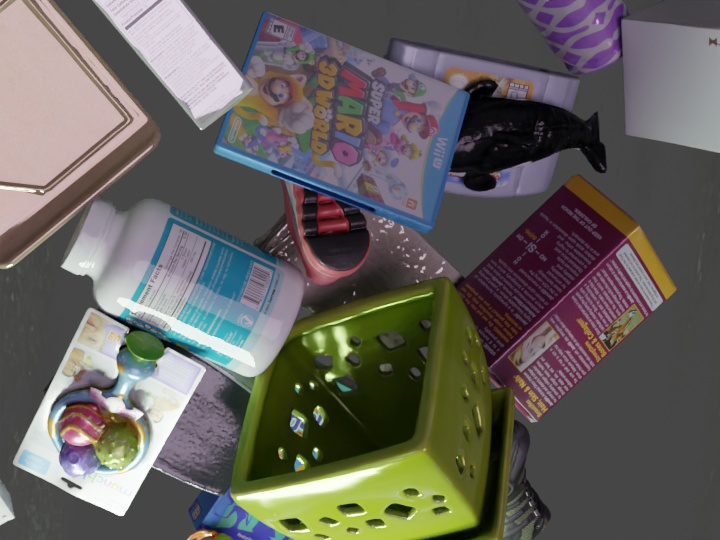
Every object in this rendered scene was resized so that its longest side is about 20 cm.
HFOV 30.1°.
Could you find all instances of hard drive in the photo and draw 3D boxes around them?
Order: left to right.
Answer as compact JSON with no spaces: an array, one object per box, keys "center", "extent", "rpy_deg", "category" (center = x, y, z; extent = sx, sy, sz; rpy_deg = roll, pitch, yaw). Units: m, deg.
[{"center":[-0.178,0.120,1.246],"extent":[0.200,0.042,0.135],"rpy_deg":[33,97,-15],"category":"hard drive"}]

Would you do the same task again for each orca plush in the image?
[{"center":[0.147,-0.112,1.240],"extent":[0.200,0.071,0.105],"rpy_deg":[11,106,-24],"category":"orca plush"}]

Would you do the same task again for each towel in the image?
[{"center":[0.000,0.000,1.290],"extent":[0.133,0.034,0.200],"rpy_deg":[-45,117,3],"category":"towel"}]

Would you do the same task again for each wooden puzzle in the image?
[{"center":[-0.297,-0.131,1.121],"extent":[0.185,0.037,0.200],"rpy_deg":[-40,107,-2],"category":"wooden puzzle"}]

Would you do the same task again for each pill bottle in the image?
[{"center":[-0.158,0.008,1.182],"extent":[0.200,0.111,0.111],"rpy_deg":[26,100,-15],"category":"pill bottle"}]

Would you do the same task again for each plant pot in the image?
[{"center":[0.027,0.152,1.191],"extent":[0.199,0.200,0.182],"rpy_deg":[-18,130,28],"category":"plant pot"}]

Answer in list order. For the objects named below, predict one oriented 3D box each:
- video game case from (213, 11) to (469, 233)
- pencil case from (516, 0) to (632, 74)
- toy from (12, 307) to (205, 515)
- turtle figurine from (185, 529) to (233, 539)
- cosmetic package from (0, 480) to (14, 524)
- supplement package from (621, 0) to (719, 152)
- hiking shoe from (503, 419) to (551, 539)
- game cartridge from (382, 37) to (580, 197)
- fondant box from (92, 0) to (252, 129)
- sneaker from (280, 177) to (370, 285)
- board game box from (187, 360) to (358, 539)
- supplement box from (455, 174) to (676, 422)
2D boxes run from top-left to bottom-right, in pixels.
[{"center":[-0.013,-0.130,1.168],"extent":[0.200,0.018,0.143],"rpy_deg":[21,65,-9],"category":"video game case"},{"center":[0.178,-0.274,1.225],"extent":[0.200,0.084,0.086],"rpy_deg":[52,48,-29],"category":"pencil case"},{"center":[-0.231,0.139,1.190],"extent":[0.115,0.047,0.200],"rpy_deg":[28,117,-7],"category":"toy"},{"center":[-0.167,0.302,1.309],"extent":[0.200,0.064,0.161],"rpy_deg":[11,129,-32],"category":"turtle figurine"},{"center":[-0.394,0.156,1.196],"extent":[0.082,0.051,0.200],"rpy_deg":[-26,117,-7],"category":"cosmetic package"},{"center":[0.350,-0.201,1.253],"extent":[0.200,0.117,0.117],"rpy_deg":[-27,121,-38],"category":"supplement package"},{"center":[0.156,0.241,1.429],"extent":[0.101,0.076,0.200],"rpy_deg":[-2,120,-28],"category":"hiking shoe"},{"center":[0.105,-0.138,1.274],"extent":[0.200,0.042,0.133],"rpy_deg":[7,104,-23],"category":"game cartridge"},{"center":[-0.181,-0.220,1.074],"extent":[0.058,0.144,0.200],"rpy_deg":[-39,118,-1],"category":"fondant box"},{"center":[-0.049,-0.080,1.197],"extent":[0.074,0.087,0.200],"rpy_deg":[-5,72,-19],"category":"sneaker"},{"center":[-0.055,0.197,1.340],"extent":[0.152,0.045,0.200],"rpy_deg":[29,98,-27],"category":"board game box"},{"center":[0.192,0.029,1.315],"extent":[0.200,0.103,0.131],"rpy_deg":[-43,139,-1],"category":"supplement box"}]
